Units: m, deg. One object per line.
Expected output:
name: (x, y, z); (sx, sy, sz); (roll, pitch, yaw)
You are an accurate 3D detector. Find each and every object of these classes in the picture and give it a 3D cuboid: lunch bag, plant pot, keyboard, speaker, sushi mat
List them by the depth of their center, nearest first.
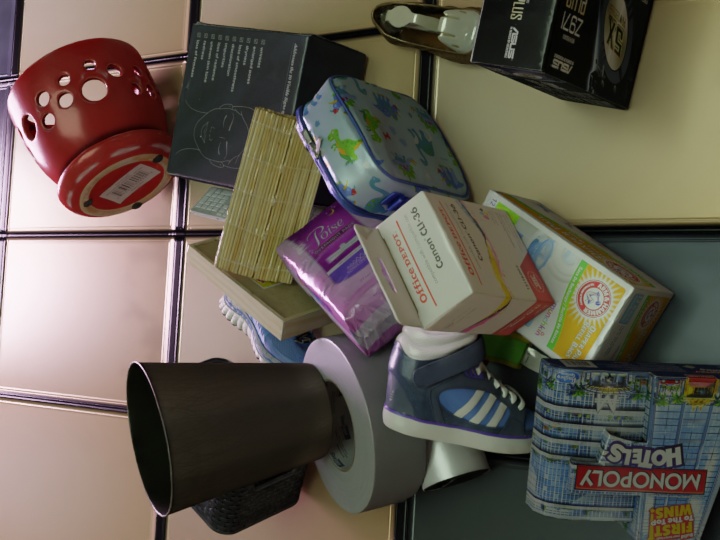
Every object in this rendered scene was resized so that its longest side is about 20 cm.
lunch bag: (0.028, -0.126, 1.321); (0.082, 0.200, 0.161); (-41, 64, 27)
speaker: (0.078, 0.144, 1.331); (0.081, 0.081, 0.201); (-29, 69, 31)
sushi mat: (-0.102, -0.085, 1.382); (0.012, 0.095, 0.201); (-110, 35, -72)
keyboard: (-0.118, -0.072, 1.489); (0.199, 0.011, 0.056); (14, 50, 24)
plant pot: (-0.357, -0.188, 1.615); (0.200, 0.200, 0.183); (-40, 66, 27)

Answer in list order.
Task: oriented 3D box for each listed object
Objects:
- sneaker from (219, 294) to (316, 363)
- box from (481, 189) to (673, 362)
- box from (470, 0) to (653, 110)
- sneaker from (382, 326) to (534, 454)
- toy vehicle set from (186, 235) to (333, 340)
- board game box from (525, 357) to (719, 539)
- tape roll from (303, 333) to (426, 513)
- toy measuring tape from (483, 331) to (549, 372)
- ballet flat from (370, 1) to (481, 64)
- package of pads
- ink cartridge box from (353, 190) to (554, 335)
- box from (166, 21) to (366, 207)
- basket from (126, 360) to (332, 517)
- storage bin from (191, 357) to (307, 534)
sneaker: (-0.097, 0.063, 1.472); (0.200, 0.078, 0.089); (43, 113, 32)
box: (0.205, 0.015, 1.236); (0.200, 0.101, 0.113); (39, 109, 33)
box: (0.212, -0.265, 1.197); (0.086, 0.200, 0.165); (16, 95, 37)
sneaker: (0.125, 0.105, 1.232); (0.081, 0.199, 0.147); (-142, 63, -68)
toy vehicle set: (-0.107, 0.009, 1.446); (0.200, 0.124, 0.027); (36, 129, 38)
board game box: (0.268, 0.192, 1.145); (0.199, 0.062, 0.201); (2, 99, -8)
tape roll: (0.000, 0.169, 1.338); (0.200, 0.066, 0.201); (37, 132, 57)
toy measuring tape: (0.159, 0.086, 1.283); (0.200, 0.073, 0.074); (31, 104, 35)
ballet flat: (0.092, -0.282, 1.368); (0.199, 0.072, 0.068); (21, 98, 36)
package of pads: (0.000, 0.000, 1.324); (0.120, 0.076, 0.200); (-37, 36, -7)
ink cartridge box: (0.092, -0.005, 1.134); (0.067, 0.200, 0.117); (-38, 65, 28)
box: (-0.120, -0.195, 1.485); (0.196, 0.124, 0.201); (15, 95, 37)
basket: (-0.143, 0.173, 1.325); (0.181, 0.199, 0.136); (67, 149, 32)
storage bin: (-0.170, 0.213, 1.460); (0.200, 0.135, 0.094); (40, 129, 32)
